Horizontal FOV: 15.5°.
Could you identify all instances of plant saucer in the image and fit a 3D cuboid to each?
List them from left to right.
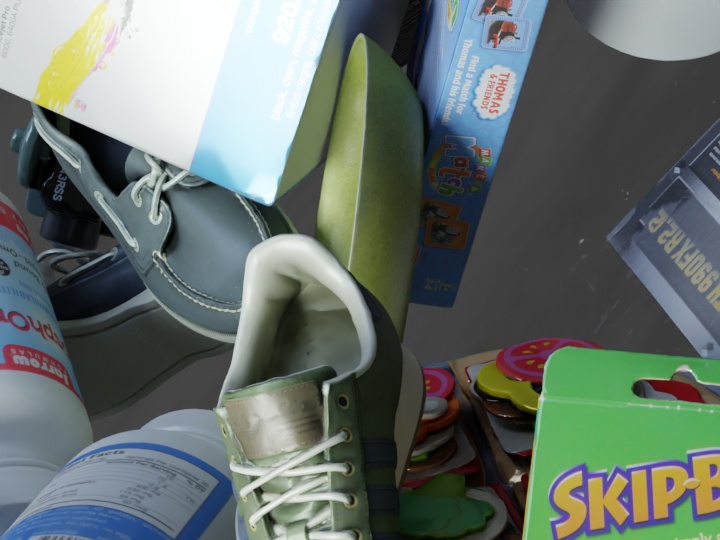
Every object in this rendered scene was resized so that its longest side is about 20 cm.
[{"bbox_3d":[0.000,0.000,1.131,0.200,0.031,0.200,-172,90,-84],"label":"plant saucer"}]

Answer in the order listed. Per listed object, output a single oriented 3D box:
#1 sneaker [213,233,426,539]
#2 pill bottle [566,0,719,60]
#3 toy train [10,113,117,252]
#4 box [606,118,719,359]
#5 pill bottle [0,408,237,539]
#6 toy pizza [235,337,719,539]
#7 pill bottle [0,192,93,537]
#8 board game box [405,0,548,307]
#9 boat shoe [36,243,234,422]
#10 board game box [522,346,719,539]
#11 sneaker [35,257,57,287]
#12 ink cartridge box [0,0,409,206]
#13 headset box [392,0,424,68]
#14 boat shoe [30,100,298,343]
[{"bbox_3d":[-0.020,0.073,0.872,0.067,0.090,0.200,-13,44,17],"label":"sneaker"},{"bbox_3d":[0.141,-0.192,1.155,0.112,0.112,0.200,-25,39,37],"label":"pill bottle"},{"bbox_3d":[-0.125,-0.107,1.383,0.114,0.085,0.200,-44,-32,-87],"label":"toy train"},{"bbox_3d":[0.191,-0.012,0.958,0.158,0.048,0.200,-47,31,9],"label":"box"},{"bbox_3d":[-0.093,0.132,1.074,0.112,0.112,0.200,-36,6,24],"label":"pill bottle"},{"bbox_3d":[0.052,0.071,0.966,0.200,0.032,0.200,-7,27,4],"label":"toy pizza"},{"bbox_3d":[-0.186,0.058,1.221,0.109,0.109,0.200,-40,48,18],"label":"pill bottle"},{"bbox_3d":[0.048,-0.104,1.149,0.200,0.037,0.151,104,174,-49],"label":"board game box"},{"bbox_3d":[-0.121,0.019,1.317,0.200,0.075,0.062,-28,39,32],"label":"boat shoe"},{"bbox_3d":[0.096,0.126,0.858,0.095,0.030,0.200,5,76,12],"label":"board game box"},{"bbox_3d":[-0.225,0.072,1.414,0.200,0.078,0.099,-45,36,28],"label":"sneaker"},{"bbox_3d":[-0.086,-0.149,1.220,0.147,0.200,0.145,-47,-22,-64],"label":"ink cartridge box"},{"bbox_3d":[0.005,-0.193,1.375,0.149,0.077,0.200,-32,34,29],"label":"headset box"},{"bbox_3d":[-0.096,-0.036,1.241,0.073,0.062,0.200,-46,49,3],"label":"boat shoe"}]
